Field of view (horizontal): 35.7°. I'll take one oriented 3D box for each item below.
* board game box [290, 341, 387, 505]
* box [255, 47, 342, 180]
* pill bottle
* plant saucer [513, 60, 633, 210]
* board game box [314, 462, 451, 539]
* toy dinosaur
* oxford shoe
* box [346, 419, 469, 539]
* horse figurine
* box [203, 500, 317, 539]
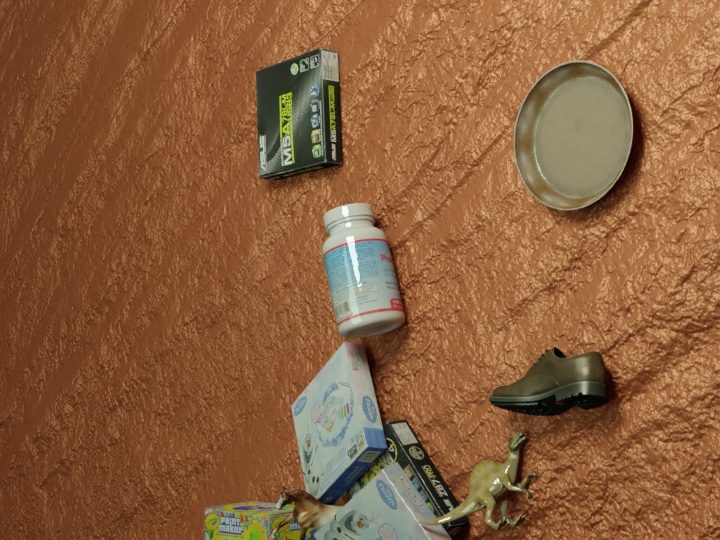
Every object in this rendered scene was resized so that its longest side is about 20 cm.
[{"bbox_3d":[-0.039,0.256,1.837,0.200,0.043,0.199,-51,40,39],"label":"board game box"},{"bbox_3d":[-0.111,-0.270,1.963,0.193,0.047,0.200,-6,85,46],"label":"box"},{"bbox_3d":[0.000,0.000,1.785,0.109,0.109,0.200,-27,70,45],"label":"pill bottle"},{"bbox_3d":[0.292,-0.181,1.511,0.200,0.032,0.201,1,91,49],"label":"plant saucer"},{"bbox_3d":[0.047,0.426,1.684,0.200,0.043,0.199,54,127,18],"label":"board game box"},{"bbox_3d":[0.185,0.322,1.594,0.200,0.058,0.101,-46,53,5],"label":"toy dinosaur"},{"bbox_3d":[0.258,0.152,1.530,0.200,0.073,0.085,-19,59,45],"label":"oxford shoe"},{"bbox_3d":[0.068,0.360,1.749,0.200,0.049,0.161,57,132,32],"label":"box"},{"bbox_3d":[-0.056,0.419,1.817,0.050,0.200,0.133,-88,21,-62],"label":"horse figurine"},{"bbox_3d":[-0.168,0.511,1.963,0.200,0.122,0.193,-9,82,48],"label":"box"}]
